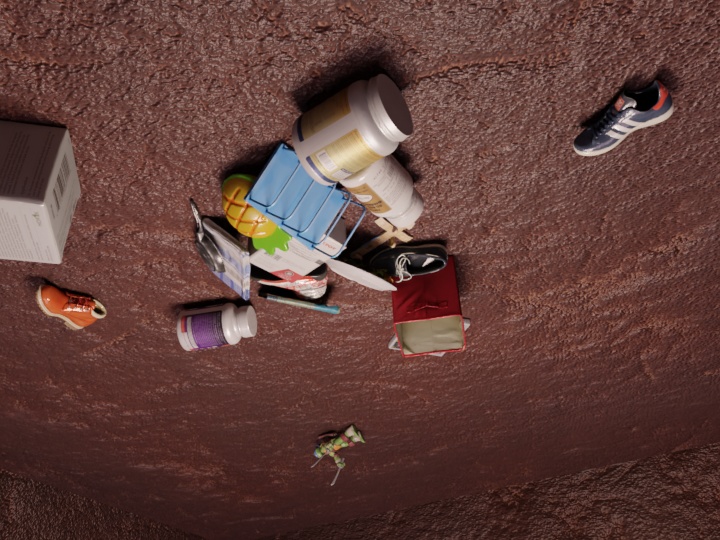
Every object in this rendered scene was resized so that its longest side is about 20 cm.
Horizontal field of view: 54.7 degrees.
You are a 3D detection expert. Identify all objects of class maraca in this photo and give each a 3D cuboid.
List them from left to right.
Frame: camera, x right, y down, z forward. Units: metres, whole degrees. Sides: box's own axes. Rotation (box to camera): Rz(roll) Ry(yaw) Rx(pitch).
[{"bbox_3d":[-0.224,-0.119,1.500,0.136,0.107,0.202,-9,121,39],"label":"maraca"}]

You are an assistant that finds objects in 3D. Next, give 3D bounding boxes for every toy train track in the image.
[{"bbox_3d":[0.051,-0.068,1.675,0.114,0.033,0.199,29,135,-35],"label":"toy train track"}]

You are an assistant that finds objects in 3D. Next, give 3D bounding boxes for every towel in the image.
[{"bbox_3d":[-0.318,-0.024,1.653,0.146,0.024,0.201,37,148,17],"label":"towel"},{"bbox_3d":[-0.163,0.083,1.825,0.197,0.022,0.146,13,175,-18],"label":"towel"}]

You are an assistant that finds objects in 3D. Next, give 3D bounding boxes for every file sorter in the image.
[{"bbox_3d":[-0.107,-0.139,1.424,0.199,0.140,0.122,37,173,-34],"label":"file sorter"}]

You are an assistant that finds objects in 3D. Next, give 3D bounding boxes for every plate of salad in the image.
[{"bbox_3d":[0.000,0.000,1.683,0.197,0.049,0.200,22,174,2],"label":"plate of salad"}]

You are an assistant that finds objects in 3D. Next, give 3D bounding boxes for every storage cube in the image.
[{"bbox_3d":[0.173,0.091,1.776,0.168,0.182,0.201,-8,144,8],"label":"storage cube"}]

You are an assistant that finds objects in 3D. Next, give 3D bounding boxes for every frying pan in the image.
[{"bbox_3d":[-0.352,-0.062,1.600,0.031,0.115,0.191,-35,153,-22],"label":"frying pan"}]

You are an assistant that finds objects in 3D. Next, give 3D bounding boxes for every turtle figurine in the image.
[{"bbox_3d":[-0.076,0.678,2.589,0.192,0.200,0.145,-33,106,4],"label":"turtle figurine"}]

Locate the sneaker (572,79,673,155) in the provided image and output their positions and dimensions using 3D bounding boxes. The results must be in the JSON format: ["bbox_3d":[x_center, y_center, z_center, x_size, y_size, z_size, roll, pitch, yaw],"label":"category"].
[{"bbox_3d":[0.497,-0.299,1.344,0.198,0.076,0.084,-30,139,18],"label":"sneaker"}]

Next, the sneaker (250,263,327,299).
[{"bbox_3d":[-0.181,0.031,1.770,0.197,0.068,0.109,-3,142,-4],"label":"sneaker"}]

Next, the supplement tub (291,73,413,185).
[{"bbox_3d":[-0.015,-0.263,1.302,0.198,0.146,0.144,-24,140,28],"label":"supplement tub"}]

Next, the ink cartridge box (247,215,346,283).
[{"bbox_3d":[-0.148,-0.070,1.616,0.146,0.084,0.199,29,135,-36],"label":"ink cartridge box"}]

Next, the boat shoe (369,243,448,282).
[{"bbox_3d":[0.116,-0.015,1.702,0.196,0.062,0.076,-4,119,11],"label":"boat shoe"}]

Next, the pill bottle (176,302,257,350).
[{"bbox_3d":[-0.386,0.149,1.886,0.196,0.113,0.112,-9,144,10],"label":"pill bottle"}]

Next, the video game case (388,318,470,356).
[{"bbox_3d":[0.199,0.187,2.047,0.179,0.024,0.201,10,143,-17],"label":"video game case"}]

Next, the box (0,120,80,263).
[{"bbox_3d":[-0.669,-0.153,1.374,0.168,0.202,0.201,6,144,-10],"label":"box"}]

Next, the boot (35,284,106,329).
[{"bbox_3d":[-0.754,0.084,1.819,0.105,0.076,0.200,-15,151,12],"label":"boot"}]

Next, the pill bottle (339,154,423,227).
[{"bbox_3d":[0.046,-0.178,1.449,0.113,0.116,0.200,-23,140,27],"label":"pill bottle"}]
